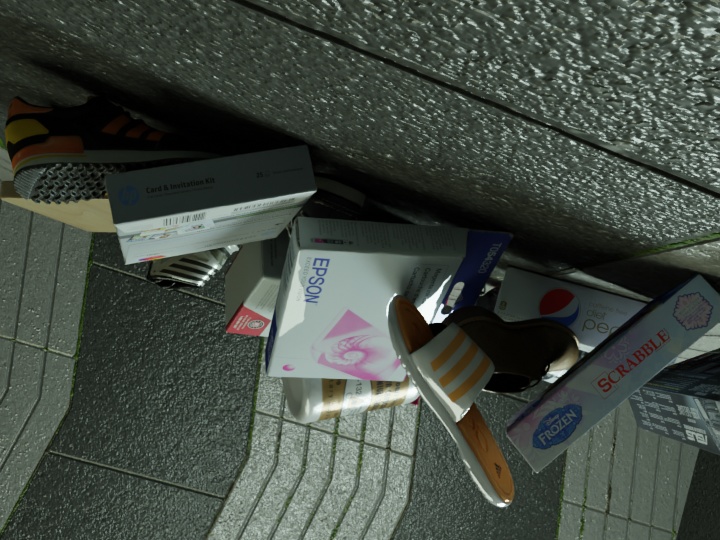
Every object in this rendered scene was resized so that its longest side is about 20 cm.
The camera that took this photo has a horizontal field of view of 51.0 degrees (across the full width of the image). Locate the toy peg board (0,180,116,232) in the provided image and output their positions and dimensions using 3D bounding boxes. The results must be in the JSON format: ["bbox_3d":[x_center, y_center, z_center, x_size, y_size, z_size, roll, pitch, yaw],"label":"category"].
[{"bbox_3d":[-0.248,-0.105,0.832,0.196,0.100,0.200,1,174,6],"label":"toy peg board"}]

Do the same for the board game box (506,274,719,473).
[{"bbox_3d":[0.219,0.095,0.683,0.041,0.199,0.200,50,-178,14],"label":"board game box"}]

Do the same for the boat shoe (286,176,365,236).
[{"bbox_3d":[-0.059,-0.053,0.754,0.072,0.064,0.199,20,175,-24],"label":"boat shoe"}]

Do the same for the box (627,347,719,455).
[{"bbox_3d":[0.334,0.098,0.636,0.156,0.050,0.200,-19,176,-3],"label":"box"}]

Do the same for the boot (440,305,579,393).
[{"bbox_3d":[0.160,0.091,0.749,0.198,0.074,0.076,11,-142,-41],"label":"boot"}]

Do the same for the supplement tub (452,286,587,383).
[{"bbox_3d":[0.226,0.088,1.058,0.197,0.109,0.107,19,175,-17],"label":"supplement tub"}]

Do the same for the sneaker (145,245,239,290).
[{"bbox_3d":[-0.266,-0.050,0.993,0.200,0.116,0.076,36,169,18],"label":"sneaker"}]

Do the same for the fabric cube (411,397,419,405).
[{"bbox_3d":[0.007,0.081,1.220,0.197,0.202,0.196,18,176,-14],"label":"fabric cube"}]

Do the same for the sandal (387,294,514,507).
[{"bbox_3d":[0.094,0.101,0.640,0.208,0.059,0.079,58,-159,-10],"label":"sandal"}]

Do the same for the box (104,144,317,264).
[{"bbox_3d":[-0.132,-0.051,0.648,0.154,0.042,0.200,-11,174,-16],"label":"box"}]

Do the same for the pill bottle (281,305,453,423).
[{"bbox_3d":[0.015,0.097,0.846,0.197,0.116,0.114,-7,-176,-19],"label":"pill bottle"}]

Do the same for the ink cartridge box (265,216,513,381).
[{"bbox_3d":[0.021,0.036,0.696,0.197,0.044,0.198,4,140,-13],"label":"ink cartridge box"}]

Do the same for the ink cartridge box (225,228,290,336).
[{"bbox_3d":[-0.049,0.020,0.910,0.197,0.084,0.146,9,147,-25],"label":"ink cartridge box"}]

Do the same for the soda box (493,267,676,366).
[{"bbox_3d":[0.254,0.056,0.847,0.197,0.065,0.068,15,174,19],"label":"soda box"}]

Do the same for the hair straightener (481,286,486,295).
[{"bbox_3d":[0.071,-0.003,0.985,0.197,0.042,0.077,18,175,2],"label":"hair straightener"}]

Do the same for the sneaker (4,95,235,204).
[{"bbox_3d":[-0.198,-0.112,0.645,0.198,0.091,0.070,-7,158,-38],"label":"sneaker"}]
